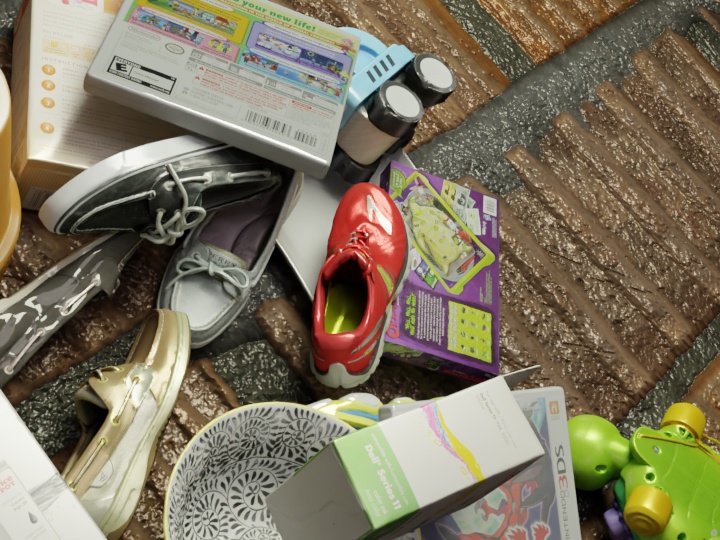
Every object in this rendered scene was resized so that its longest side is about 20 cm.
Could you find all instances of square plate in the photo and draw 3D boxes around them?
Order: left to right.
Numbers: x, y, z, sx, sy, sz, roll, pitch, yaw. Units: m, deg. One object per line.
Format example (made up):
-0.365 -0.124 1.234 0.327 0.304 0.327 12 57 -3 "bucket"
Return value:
-0.006 -0.043 1.156 0.198 0.028 0.200 -24 74 -38 "square plate"

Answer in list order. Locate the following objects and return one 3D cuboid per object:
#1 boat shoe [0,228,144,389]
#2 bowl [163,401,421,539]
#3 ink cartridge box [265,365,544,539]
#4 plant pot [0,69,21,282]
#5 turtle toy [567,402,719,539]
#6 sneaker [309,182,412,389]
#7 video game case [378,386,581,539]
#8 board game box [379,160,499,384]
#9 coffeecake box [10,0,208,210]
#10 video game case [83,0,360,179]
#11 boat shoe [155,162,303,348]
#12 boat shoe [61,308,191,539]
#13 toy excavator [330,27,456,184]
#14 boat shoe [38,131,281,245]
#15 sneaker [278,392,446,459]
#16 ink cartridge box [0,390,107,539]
-0.234 0.027 0.957 0.200 0.067 0.057 -39 101 -40 "boat shoe"
-0.064 0.207 0.914 0.200 0.094 0.201 16 53 -22 "bowl"
0.046 0.141 0.882 0.200 0.117 0.067 -16 70 -37 "ink cartridge box"
-0.330 -0.076 0.883 0.200 0.183 0.201 15 54 -22 "plant pot"
0.264 0.197 1.108 0.200 0.101 0.146 40 48 -1 "turtle toy"
0.000 0.000 1.043 0.077 0.085 0.200 2 56 8 "sneaker"
0.105 0.193 1.014 0.200 0.023 0.183 -1 82 -39 "video game case"
0.071 0.000 1.137 0.120 0.032 0.200 21 52 -21 "board game box"
-0.217 -0.143 1.067 0.153 0.073 0.200 10 56 -27 "coffeecake box"
-0.106 -0.171 1.021 0.200 0.022 0.182 20 44 -8 "video game case"
-0.106 -0.027 1.044 0.074 0.065 0.202 32 64 1 "boat shoe"
-0.181 0.105 0.926 0.066 0.074 0.200 28 50 -19 "boat shoe"
-0.042 -0.176 1.133 0.200 0.100 0.194 44 45 2 "toy excavator"
-0.150 -0.057 0.967 0.199 0.074 0.068 -22 75 -40 "boat shoe"
0.020 0.158 1.008 0.200 0.076 0.105 -2 62 -32 "sneaker"
-0.229 0.191 0.792 0.083 0.147 0.200 -30 77 -40 "ink cartridge box"
